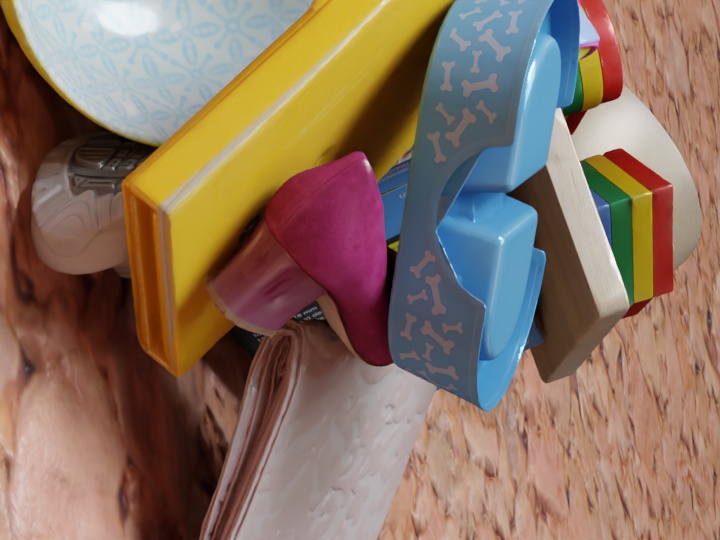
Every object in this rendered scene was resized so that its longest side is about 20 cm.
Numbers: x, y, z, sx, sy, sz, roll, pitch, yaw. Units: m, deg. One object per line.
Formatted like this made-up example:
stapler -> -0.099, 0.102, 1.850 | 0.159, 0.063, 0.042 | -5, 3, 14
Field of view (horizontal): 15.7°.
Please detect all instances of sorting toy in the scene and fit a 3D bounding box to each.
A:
sorting toy -> 0.113, -0.058, 1.436 | 0.199, 0.069, 0.201 | 109, -37, -77

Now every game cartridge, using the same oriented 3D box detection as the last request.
game cartridge -> -0.028, -0.059, 1.192 | 0.200, 0.032, 0.176 | -47, 164, -21

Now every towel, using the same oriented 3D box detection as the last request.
towel -> -0.030, 0.116, 1.324 | 0.191, 0.032, 0.200 | -68, 160, 5

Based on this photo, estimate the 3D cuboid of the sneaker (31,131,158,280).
sneaker -> -0.094, -0.022, 1.245 | 0.200, 0.078, 0.100 | -39, 136, -62

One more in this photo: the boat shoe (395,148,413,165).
boat shoe -> 0.012, -0.096, 1.591 | 0.075, 0.086, 0.202 | 62, 27, -50

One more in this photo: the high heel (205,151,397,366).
high heel -> 0.012, -0.008, 1.221 | 0.067, 0.096, 0.200 | 52, 18, 15

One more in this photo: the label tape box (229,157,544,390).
label tape box -> 0.000, 0.000, 1.400 | 0.200, 0.144, 0.063 | 57, 10, -56

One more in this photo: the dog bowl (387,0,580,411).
dog bowl -> 0.056, -0.037, 1.210 | 0.111, 0.049, 0.201 | -35, 136, -68

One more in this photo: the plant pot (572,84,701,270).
plant pot -> 0.112, -0.039, 1.776 | 0.134, 0.200, 0.201 | -43, 134, -24

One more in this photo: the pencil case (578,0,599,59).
pencil case -> 0.046, -0.181, 1.293 | 0.200, 0.088, 0.088 | 65, 19, -3

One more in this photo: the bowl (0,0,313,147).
bowl -> -0.092, -0.164, 1.209 | 0.108, 0.200, 0.201 | 29, -40, 55
